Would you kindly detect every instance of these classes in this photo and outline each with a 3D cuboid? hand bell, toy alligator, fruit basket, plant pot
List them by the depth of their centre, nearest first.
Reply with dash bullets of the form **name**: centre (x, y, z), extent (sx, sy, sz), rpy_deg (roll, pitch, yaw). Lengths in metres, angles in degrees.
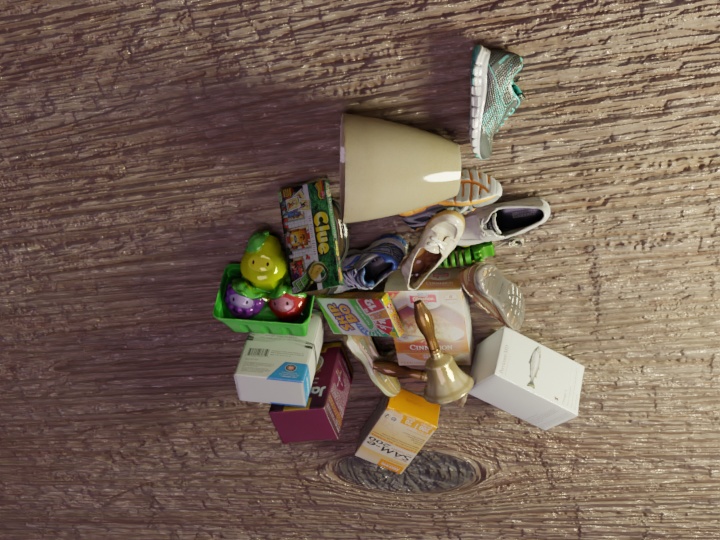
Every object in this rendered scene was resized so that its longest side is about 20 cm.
- **plant pot**: centre (0.067, -0.173, 1.417), extent (0.199, 0.188, 0.188), rpy_deg (0, 129, -4)
- **toy alligator**: centre (0.209, -0.032, 1.562), extent (0.199, 0.054, 0.059), rpy_deg (-5, 127, 16)
- **hand bell**: centre (0.141, 0.149, 1.611), extent (0.104, 0.104, 0.201), rpy_deg (-13, 112, 22)
- **fruit basket**: centre (-0.189, 0.031, 1.653), extent (0.215, 0.156, 0.216), rpy_deg (6, 146, 4)
- **hand bell**: centre (0.124, 0.220, 1.738), extent (0.199, 0.104, 0.104), rpy_deg (11, 130, -3)

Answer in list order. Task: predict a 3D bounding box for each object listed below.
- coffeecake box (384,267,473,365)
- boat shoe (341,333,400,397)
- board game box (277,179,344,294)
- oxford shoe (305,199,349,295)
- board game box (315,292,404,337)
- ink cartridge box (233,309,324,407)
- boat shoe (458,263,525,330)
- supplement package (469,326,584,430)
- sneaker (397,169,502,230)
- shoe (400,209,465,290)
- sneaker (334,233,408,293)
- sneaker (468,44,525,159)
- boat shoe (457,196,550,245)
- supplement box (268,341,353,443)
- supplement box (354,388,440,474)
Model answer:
- **coffeecake box**: centre (0.141, 0.095, 1.667), extent (0.153, 0.073, 0.200), rpy_deg (-2, 127, 15)
- **boat shoe**: centre (0.042, 0.191, 1.773), extent (0.076, 0.072, 0.200), rpy_deg (-30, 119, 13)
- **board game box**: centre (-0.093, -0.062, 1.544), extent (0.104, 0.023, 0.201), rpy_deg (-11, 85, 22)
- **oxford shoe**: centre (-0.074, -0.038, 1.580), extent (0.073, 0.084, 0.201), rpy_deg (33, 122, 42)
- **board game box**: centre (-0.009, 0.088, 1.675), extent (0.200, 0.030, 0.096), rpy_deg (1, 126, 44)
- **ink cartridge box**: centre (-0.164, 0.175, 1.716), extent (0.145, 0.200, 0.085), rpy_deg (4, 131, 9)
- **boat shoe**: centre (0.258, 0.048, 1.608), extent (0.072, 0.076, 0.200), rpy_deg (5, 148, 42)
- **supplement package**: centre (0.335, 0.221, 1.678), extent (0.200, 0.117, 0.117), rpy_deg (26, 147, -12)
- **sneaker**: centre (0.161, -0.123, 1.495), extent (0.199, 0.078, 0.077), rpy_deg (-9, 139, 23)
- **shoe**: centre (0.132, -0.034, 1.509), extent (0.070, 0.054, 0.200), rpy_deg (20, 139, -12)
- **sneaker**: centre (0.000, 0.000, 1.614), extent (0.200, 0.085, 0.077), rpy_deg (-30, 117, 31)
- **sneaker**: centre (0.225, -0.271, 1.359), extent (0.091, 0.078, 0.200), rpy_deg (2, 130, 6)
- **boat shoe**: centre (0.242, -0.085, 1.491), extent (0.199, 0.066, 0.072), rpy_deg (-8, 100, 18)
- **supplement box**: centre (-0.102, 0.260, 1.770), extent (0.130, 0.200, 0.103), rpy_deg (-7, 127, 16)
- **supplement box**: centre (0.083, 0.369, 1.898), extent (0.126, 0.074, 0.200), rpy_deg (23, 130, -6)
